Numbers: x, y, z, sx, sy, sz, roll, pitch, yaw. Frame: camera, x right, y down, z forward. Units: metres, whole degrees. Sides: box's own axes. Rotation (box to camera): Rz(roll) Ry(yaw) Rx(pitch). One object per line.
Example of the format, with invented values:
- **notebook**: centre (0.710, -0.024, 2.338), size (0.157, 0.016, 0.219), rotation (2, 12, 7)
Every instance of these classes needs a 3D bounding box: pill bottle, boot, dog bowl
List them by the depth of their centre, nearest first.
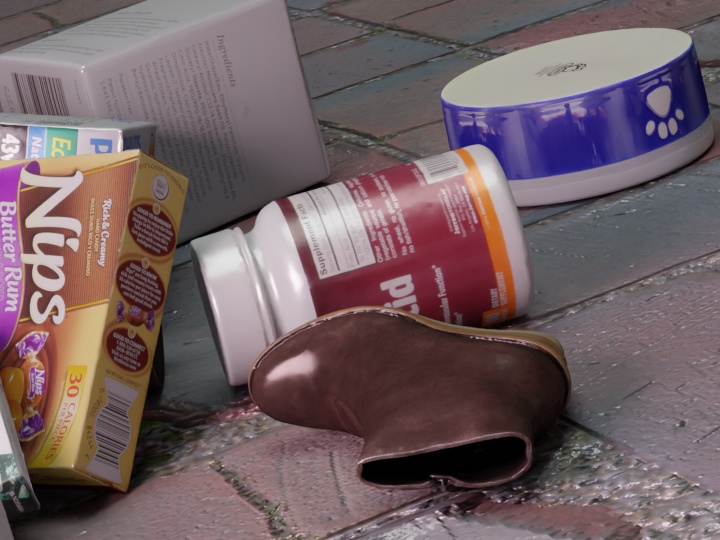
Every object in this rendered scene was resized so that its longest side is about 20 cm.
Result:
- **boot**: centre (0.015, 0.075, 1.411), size (0.199, 0.073, 0.166), rotation (-5, 16, 16)
- **pill bottle**: centre (0.000, 0.000, 1.602), size (0.199, 0.115, 0.114), rotation (-16, 16, -6)
- **dog bowl**: centre (0.163, -0.118, 1.920), size (0.199, 0.079, 0.200), rotation (-13, 17, 4)

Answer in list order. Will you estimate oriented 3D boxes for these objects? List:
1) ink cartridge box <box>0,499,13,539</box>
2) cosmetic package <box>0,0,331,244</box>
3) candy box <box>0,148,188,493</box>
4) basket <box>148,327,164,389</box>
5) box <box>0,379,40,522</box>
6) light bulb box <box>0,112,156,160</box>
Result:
- **ink cartridge box**: centre (-0.274, 0.185, 1.267), size (0.145, 0.084, 0.200), rotation (-8, 17, 19)
- **cosmetic package**: centre (-0.162, -0.124, 2.055), size (0.199, 0.166, 0.165), rotation (-24, 19, -29)
- **candy box**: centre (-0.179, 0.031, 1.528), size (0.116, 0.201, 0.056), rotation (-2, -19, 35)
- **basket**: centre (-0.235, 0.035, 1.656), size (0.199, 0.137, 0.180), rotation (-8, -7, 0)
- **box**: centre (-0.292, 0.120, 1.445), size (0.199, 0.036, 0.145), rotation (-25, 41, -2)
- **light bulb box**: centre (-0.258, -0.050, 1.818), size (0.199, 0.125, 0.198), rotation (4, 5, 2)
